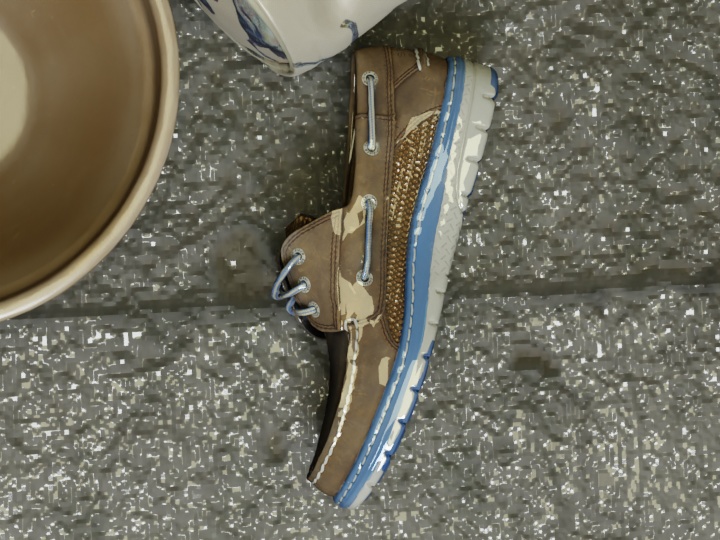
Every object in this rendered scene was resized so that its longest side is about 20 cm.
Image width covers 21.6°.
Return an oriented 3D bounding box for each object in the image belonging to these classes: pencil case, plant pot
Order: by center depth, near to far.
[{"bbox_3d":[-0.176,-0.075,0.764,0.200,0.093,0.202,0,90,-10],"label":"plant pot"},{"bbox_3d":[0.012,-0.167,0.801,0.200,0.078,0.090,-41,117,-7],"label":"pencil case"}]

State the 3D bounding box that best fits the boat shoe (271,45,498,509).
[{"bbox_3d":[0.000,0.000,0.811,0.072,0.072,0.201,16,78,-4],"label":"boat shoe"}]
